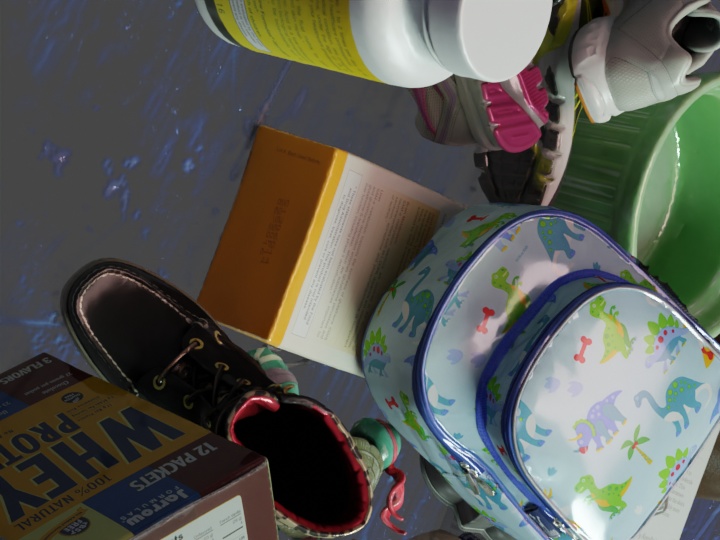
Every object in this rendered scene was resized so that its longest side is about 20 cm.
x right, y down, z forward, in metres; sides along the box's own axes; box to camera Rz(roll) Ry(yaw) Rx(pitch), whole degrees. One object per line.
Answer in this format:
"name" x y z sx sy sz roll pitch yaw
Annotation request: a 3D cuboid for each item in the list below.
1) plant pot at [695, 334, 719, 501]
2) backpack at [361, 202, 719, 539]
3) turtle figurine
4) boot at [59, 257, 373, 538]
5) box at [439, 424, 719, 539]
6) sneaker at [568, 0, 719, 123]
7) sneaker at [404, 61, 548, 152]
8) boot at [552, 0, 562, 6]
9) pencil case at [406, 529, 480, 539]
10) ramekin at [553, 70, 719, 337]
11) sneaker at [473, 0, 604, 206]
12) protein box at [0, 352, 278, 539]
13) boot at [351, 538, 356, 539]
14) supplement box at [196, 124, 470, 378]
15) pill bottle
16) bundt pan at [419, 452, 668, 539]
"plant pot" 0.323 0.107 1.780 0.186 0.199 0.188 -21 120 -44
"backpack" 0.117 0.061 1.409 0.200 0.147 0.183 42 79 -21
"turtle figurine" -0.045 0.124 1.439 0.199 0.100 0.151 -23 114 -34
"boot" -0.078 0.073 1.288 0.073 0.150 0.200 -43 103 -11
"box" 0.153 0.170 1.675 0.152 0.106 0.201 27 83 -50
"sneaker" 0.206 -0.171 1.538 0.201 0.091 0.076 -68 144 -43
"sneaker" 0.047 -0.165 1.453 0.081 0.088 0.202 -12 90 -49
"boot" 0.144 -0.252 1.401 0.157 0.079 0.212 -23 144 -45
"pencil case" -0.001 0.216 1.440 0.199 0.089 0.078 -8 94 -44
"ramekin" 0.216 -0.053 1.676 0.199 0.097 0.201 -21 118 -44
"sneaker" 0.136 -0.129 1.572 0.084 0.074 0.202 -3 105 -50
"protein box" -0.150 0.184 1.248 0.135 0.198 0.201 -27 123 -36
"boot" 0.004 0.281 1.474 0.200 0.068 0.188 53 40 4
"supplement box" 0.000 0.000 1.459 0.200 0.073 0.127 23 86 -49
"pill bottle" 0.006 -0.165 1.308 0.111 0.199 0.112 -20 118 -43
"bundt pan" 0.134 0.096 1.551 0.076 0.201 0.203 114 -2 -85
